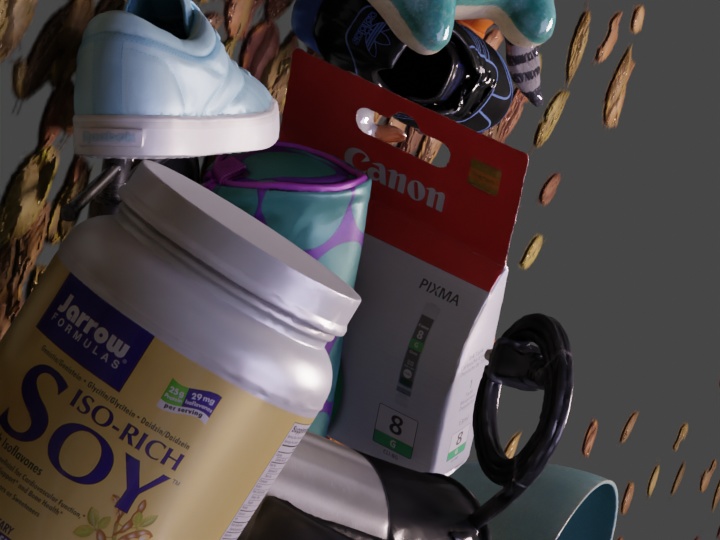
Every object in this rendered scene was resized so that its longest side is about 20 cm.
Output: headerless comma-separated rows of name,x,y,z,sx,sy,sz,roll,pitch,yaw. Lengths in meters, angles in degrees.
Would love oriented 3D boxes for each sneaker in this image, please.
sneaker,-0.084,-0.098,1.441,0.200,0.074,0.082,-27,120,-77
sneaker,0.041,-0.110,1.691,0.200,0.078,0.070,22,102,-54

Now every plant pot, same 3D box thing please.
plant pot,0.070,0.209,1.999,0.200,0.135,0.200,-55,157,-36

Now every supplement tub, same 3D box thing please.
supplement tub,-0.103,0.065,1.393,0.200,0.145,0.145,-58,163,5

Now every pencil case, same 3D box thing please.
pencil case,-0.053,0.027,1.602,0.085,0.092,0.200,-106,-158,-63

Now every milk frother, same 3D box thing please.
milk frother,-0.005,0.097,1.527,0.188,0.180,0.200,24,72,-42

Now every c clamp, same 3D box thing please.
c clamp,-0.128,0.016,1.524,0.171,0.027,0.200,-51,154,-56

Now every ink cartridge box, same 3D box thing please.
ink cartridge box,0.000,0.000,1.638,0.050,0.161,0.200,-34,142,-48

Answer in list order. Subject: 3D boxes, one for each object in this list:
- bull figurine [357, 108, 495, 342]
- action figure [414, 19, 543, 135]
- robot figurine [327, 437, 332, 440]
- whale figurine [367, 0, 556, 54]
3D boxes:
bull figurine,0.014,-0.006,1.721,0.065,0.200,0.121,-22,160,-17
action figure,0.095,-0.198,1.799,0.200,0.105,0.194,-50,165,-37
robot figurine,-0.022,0.152,1.864,0.145,0.058,0.200,-52,148,-5
whale figurine,0.059,-0.192,1.610,0.104,0.159,0.200,-37,-173,32
